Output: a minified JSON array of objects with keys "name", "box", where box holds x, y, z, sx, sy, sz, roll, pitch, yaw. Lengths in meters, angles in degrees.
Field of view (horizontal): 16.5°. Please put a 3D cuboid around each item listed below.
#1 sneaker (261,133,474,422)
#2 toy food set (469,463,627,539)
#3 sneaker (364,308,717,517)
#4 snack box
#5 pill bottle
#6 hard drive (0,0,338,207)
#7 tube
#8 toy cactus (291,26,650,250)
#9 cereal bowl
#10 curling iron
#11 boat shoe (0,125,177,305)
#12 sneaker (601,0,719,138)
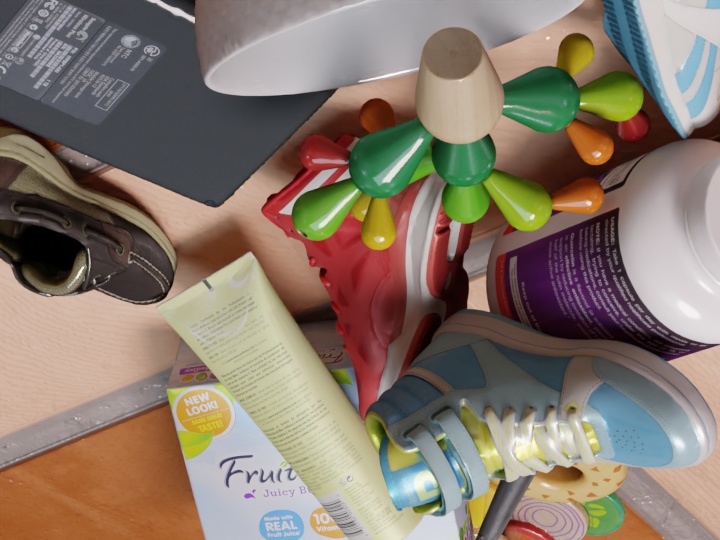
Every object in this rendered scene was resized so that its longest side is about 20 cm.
[{"name":"sneaker","box":[0.000,0.000,1.447,0.115,0.078,0.201,26,130,17]},{"name":"toy food set","box":[0.082,0.150,1.674,0.198,0.049,0.199,0,143,0]},{"name":"sneaker","box":[0.087,0.095,1.345,0.199,0.130,0.080,12,132,45]},{"name":"snack box","box":[-0.021,0.132,1.586,0.167,0.068,0.201,-7,119,10]},{"name":"pill bottle","box":[0.163,-0.005,1.375,0.112,0.113,0.200,21,159,-24]},{"name":"hard drive","box":[-0.126,-0.112,1.349,0.199,0.033,0.139,23,137,-26]},{"name":"tube","box":[-0.035,0.082,1.497,0.200,0.058,0.052,52,167,-14]},{"name":"toy cactus","box":[0.055,-0.080,1.282,0.198,0.103,0.165,-11,155,1]},{"name":"cereal bowl","box":[0.009,-0.153,1.221,0.199,0.084,0.200,-14,174,-2]},{"name":"curling iron","box":[0.121,0.101,1.566,0.025,0.050,0.201,8,124,-42]},{"name":"boat shoe","box":[-0.175,-0.015,1.431,0.073,0.065,0.200,-15,151,28]},{"name":"sneaker","box":[0.169,-0.138,1.275,0.080,0.077,0.200,-32,152,-3]}]
